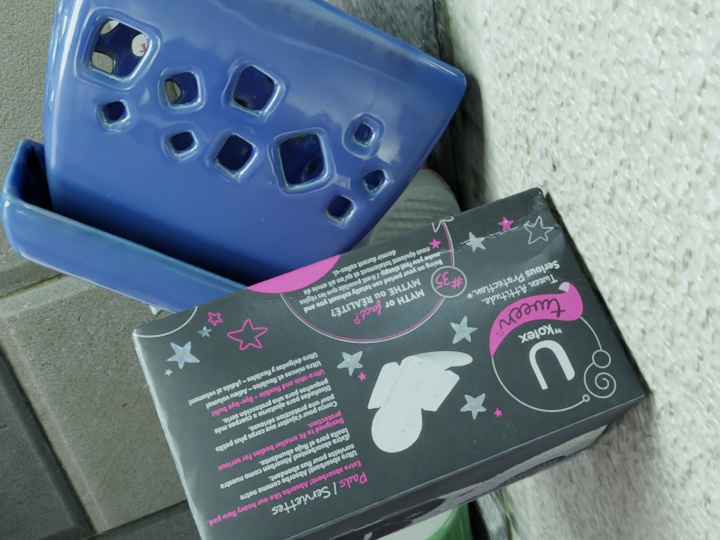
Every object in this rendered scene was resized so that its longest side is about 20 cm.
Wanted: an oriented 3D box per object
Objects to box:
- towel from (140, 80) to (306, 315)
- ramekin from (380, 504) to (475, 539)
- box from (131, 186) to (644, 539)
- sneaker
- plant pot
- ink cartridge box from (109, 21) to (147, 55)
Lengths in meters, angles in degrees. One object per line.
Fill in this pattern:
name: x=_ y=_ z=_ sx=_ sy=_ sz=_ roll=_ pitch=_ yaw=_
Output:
towel: x=-0.077 y=-0.065 z=0.736 sx=0.024 sy=0.200 sz=0.147 roll=47 pitch=156 yaw=53
ramekin: x=0.002 y=0.223 z=0.904 sx=0.200 sy=0.200 sz=0.098 roll=-126 pitch=26 yaw=-58
box: x=0.010 y=0.065 z=0.514 sx=0.132 sy=0.200 sz=0.115 roll=95 pitch=155 yaw=-68
sneaker: x=0.012 y=-0.026 z=0.689 sx=0.105 sy=0.075 sz=0.200 roll=59 pitch=170 yaw=27
plant pot: x=-0.089 y=-0.078 z=0.594 sx=0.180 sy=0.200 sz=0.200 roll=-64 pitch=20 yaw=9
ink cartridge box: x=-0.192 y=-0.316 z=1.032 sx=0.084 sy=0.145 sz=0.200 roll=-123 pitch=16 yaw=-52
